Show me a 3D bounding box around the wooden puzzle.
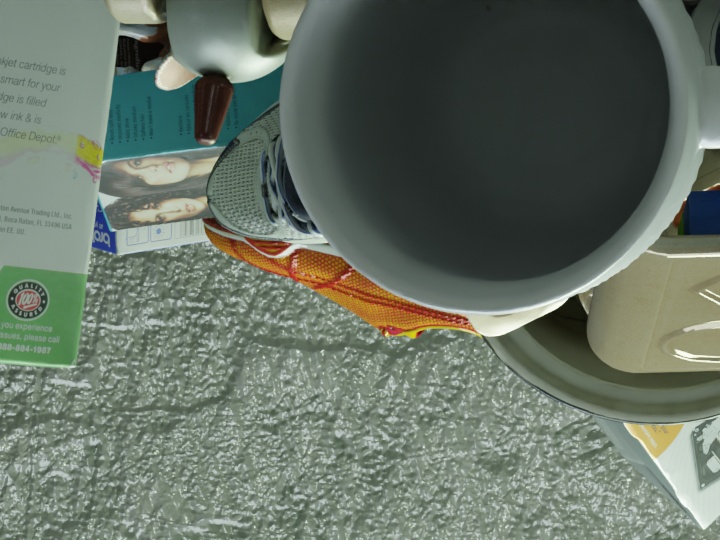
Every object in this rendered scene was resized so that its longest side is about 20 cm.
[{"bbox_3d":[0.202,0.003,1.216,0.200,0.046,0.185,3,163,2],"label":"wooden puzzle"}]

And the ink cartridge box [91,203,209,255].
[{"bbox_3d":[-0.088,-0.049,1.634,0.200,0.044,0.094,-9,-163,-40],"label":"ink cartridge box"}]

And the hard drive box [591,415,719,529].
[{"bbox_3d":[0.205,0.015,1.489,0.077,0.200,0.156,43,175,42],"label":"hard drive box"}]

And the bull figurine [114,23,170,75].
[{"bbox_3d":[-0.072,-0.108,1.502,0.121,0.065,0.200,10,166,-41],"label":"bull figurine"}]

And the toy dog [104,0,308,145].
[{"bbox_3d":[-0.039,-0.096,1.217,0.132,0.096,0.200,7,179,36],"label":"toy dog"}]

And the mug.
[{"bbox_3d":[0.086,-0.062,1.061,0.200,0.148,0.175,0,-177,13],"label":"mug"}]

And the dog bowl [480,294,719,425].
[{"bbox_3d":[0.141,-0.031,1.343,0.200,0.200,0.074,7,-161,-1],"label":"dog bowl"}]

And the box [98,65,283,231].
[{"bbox_3d":[-0.037,-0.070,1.419,0.200,0.049,0.082,-8,155,3],"label":"box"}]

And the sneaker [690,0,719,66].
[{"bbox_3d":[0.253,-0.072,1.143,0.202,0.077,0.146,9,-179,-28],"label":"sneaker"}]

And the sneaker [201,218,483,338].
[{"bbox_3d":[0.000,0.000,1.458,0.200,0.077,0.073,17,-138,32],"label":"sneaker"}]

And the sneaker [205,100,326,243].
[{"bbox_3d":[-0.013,-0.050,1.294,0.085,0.077,0.200,-17,-177,-44],"label":"sneaker"}]

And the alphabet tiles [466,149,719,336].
[{"bbox_3d":[0.120,-0.046,1.238,0.195,0.015,0.200,-27,138,6],"label":"alphabet tiles"}]

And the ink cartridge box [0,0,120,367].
[{"bbox_3d":[-0.196,-0.064,1.273,0.145,0.200,0.087,7,-177,-38],"label":"ink cartridge box"}]

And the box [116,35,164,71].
[{"bbox_3d":[-0.201,-0.101,1.593,0.100,0.075,0.200,4,-167,35],"label":"box"}]
